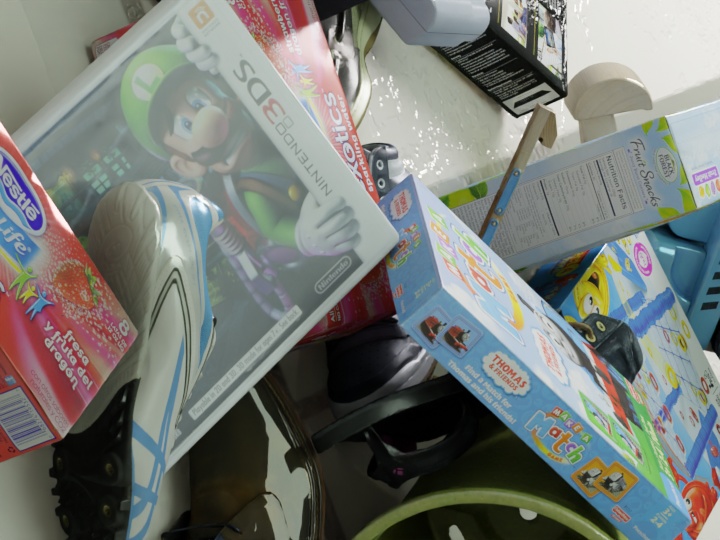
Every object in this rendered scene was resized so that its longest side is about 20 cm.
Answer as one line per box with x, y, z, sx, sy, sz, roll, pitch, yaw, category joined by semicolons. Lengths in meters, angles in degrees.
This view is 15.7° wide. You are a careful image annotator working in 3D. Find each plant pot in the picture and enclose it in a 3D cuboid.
0.085;0.174;1.484;0.201;0.200;0.184;60;20;-15;plant pot

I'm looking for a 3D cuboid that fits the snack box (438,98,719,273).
0.153;-0.050;1.689;0.169;0.200;0.068;-19;89;-59;snack box

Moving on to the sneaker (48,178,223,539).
-0.105;0.055;1.280;0.072;0.072;0.201;4;98;-41;sneaker

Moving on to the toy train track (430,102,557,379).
0.081;-0.004;1.584;0.032;0.201;0.115;23;8;-5;toy train track

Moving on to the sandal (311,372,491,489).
0.038;0.089;1.429;0.048;0.075;0.200;66;21;10;sandal

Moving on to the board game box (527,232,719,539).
0.178;0.088;1.787;0.200;0.056;0.196;62;31;-13;board game box

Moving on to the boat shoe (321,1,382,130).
-0.033;-0.131;1.574;0.066;0.072;0.201;46;32;-24;boat shoe

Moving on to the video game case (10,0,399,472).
-0.098;-0.019;1.330;0.200;0.023;0.182;-44;111;-19;video game case

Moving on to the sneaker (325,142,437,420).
0.000;0.000;1.540;0.109;0.070;0.200;61;25;-24;sneaker

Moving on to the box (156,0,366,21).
-0.040;-0.231;1.488;0.148;0.200;0.107;48;37;-32;box

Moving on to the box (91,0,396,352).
-0.060;-0.053;1.453;0.100;0.095;0.201;-12;83;-59;box

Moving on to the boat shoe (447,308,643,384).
0.115;0.056;1.600;0.200;0.071;0.091;44;58;-56;boat shoe

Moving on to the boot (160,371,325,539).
-0.068;0.134;1.352;0.097;0.075;0.201;-9;82;-62;boot

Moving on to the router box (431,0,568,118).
0.086;-0.229;1.831;0.149;0.051;0.201;37;43;-40;router box

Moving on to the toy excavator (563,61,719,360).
0.221;-0.038;1.876;0.199;0.195;0.100;12;23;-16;toy excavator

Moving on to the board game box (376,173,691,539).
0.091;0.050;1.419;0.200;0.037;0.151;42;15;-21;board game box

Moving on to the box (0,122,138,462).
-0.207;-0.011;1.192;0.200;0.102;0.095;58;32;-17;box

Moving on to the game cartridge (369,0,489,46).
0.001;-0.230;1.647;0.200;0.040;0.133;55;22;8;game cartridge
